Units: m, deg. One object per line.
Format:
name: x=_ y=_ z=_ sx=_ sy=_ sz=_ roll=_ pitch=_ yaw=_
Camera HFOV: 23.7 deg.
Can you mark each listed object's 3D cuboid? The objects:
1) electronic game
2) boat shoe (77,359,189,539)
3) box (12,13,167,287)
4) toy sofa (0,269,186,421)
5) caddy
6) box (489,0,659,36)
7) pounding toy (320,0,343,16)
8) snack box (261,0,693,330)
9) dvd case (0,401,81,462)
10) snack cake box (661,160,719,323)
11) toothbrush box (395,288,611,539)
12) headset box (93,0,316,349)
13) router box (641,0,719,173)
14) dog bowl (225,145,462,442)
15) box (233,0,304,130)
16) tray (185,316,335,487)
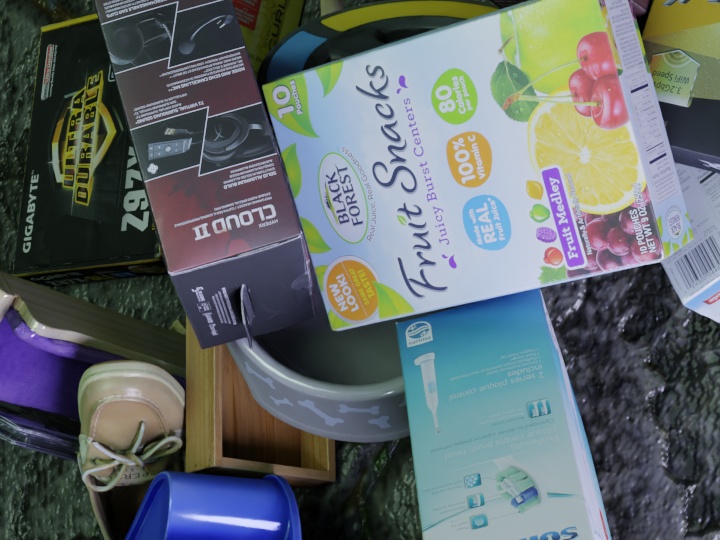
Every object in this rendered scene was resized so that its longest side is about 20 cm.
electronic game: x=0.036 y=-0.116 z=1.040 sx=0.199 sy=0.199 sz=0.042 roll=32 pitch=137 yaw=40
boat shoe: x=-0.142 y=0.132 z=1.112 sx=0.073 sy=0.201 sz=0.063 roll=-3 pitch=51 yaw=1
box: x=-0.183 y=-0.094 z=1.287 sx=0.159 sy=0.049 sz=0.202 roll=-5 pitch=75 yaw=36
toy sofa: x=-0.185 y=0.067 z=1.145 sx=0.083 sy=0.199 sz=0.098 roll=-56 pitch=46 yaw=11
caddy: x=-0.090 y=0.212 z=1.066 sx=0.201 sy=0.104 sz=0.142 roll=118 pitch=154 yaw=-43
box: x=0.130 y=-0.171 z=0.952 sx=0.100 sy=0.199 sz=0.076 roll=9 pitch=83 yaw=40
pounding toy: x=-0.008 y=-0.274 z=1.124 sx=0.199 sy=0.184 sz=0.143 roll=-29 pitch=49 yaw=29
snack box: x=0.059 y=-0.057 z=0.903 sx=0.199 sy=0.053 sz=0.143 roll=-12 pitch=96 yaw=30
dvd case: x=-0.248 y=0.102 z=1.218 sx=0.199 sy=0.148 sz=0.016 roll=19 pitch=86 yaw=41
snack cake box: x=0.241 y=-0.075 z=0.923 sx=0.200 sy=0.067 sz=0.116 roll=-38 pitch=55 yaw=25
toothbrush box: x=0.083 y=0.132 z=0.887 sx=0.085 sy=0.147 sz=0.201 roll=-15 pitch=38 yaw=9
headset box: x=-0.083 y=-0.057 z=0.957 sx=0.077 sy=0.149 sz=0.202 roll=-15 pitch=73 yaw=-3
router box: x=0.239 y=-0.117 z=0.858 sx=0.199 sy=0.052 sz=0.158 roll=18 pitch=89 yaw=41
dog bowl: x=0.000 y=0.000 z=1.042 sx=0.198 sy=0.059 sz=0.202 roll=-2 pitch=72 yaw=6
box: x=-0.085 y=-0.174 z=1.212 sx=0.050 sy=0.075 sz=0.202 roll=9 pitch=83 yaw=40
tray: x=-0.066 y=0.035 z=1.119 sx=0.037 sy=0.098 sz=0.202 roll=-18 pitch=67 yaw=46
